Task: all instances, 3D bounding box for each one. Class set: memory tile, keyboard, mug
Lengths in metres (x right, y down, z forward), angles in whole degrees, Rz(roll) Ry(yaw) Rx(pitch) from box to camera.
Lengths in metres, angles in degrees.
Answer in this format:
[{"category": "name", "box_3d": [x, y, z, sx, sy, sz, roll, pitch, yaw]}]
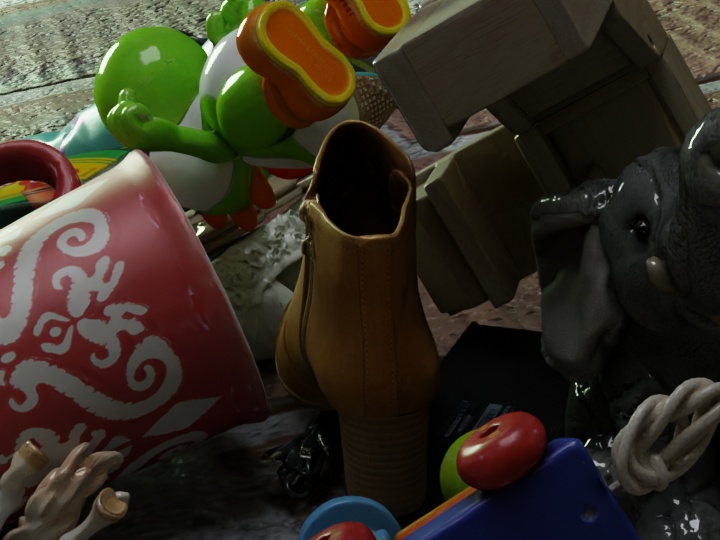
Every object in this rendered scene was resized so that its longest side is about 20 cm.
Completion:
[{"category": "memory tile", "box_3d": [-0.087, -0.026, 1.113, 0.153, 0.017, 0.200, -25, 8, 28]}, {"category": "keyboard", "box_3d": [0.033, 0.073, 0.913, 0.126, 0.021, 0.200, 7, 25, 20]}, {"category": "mug", "box_3d": [-0.164, 0.043, 0.890, 0.199, 0.134, 0.178, -27, 28, -11]}]

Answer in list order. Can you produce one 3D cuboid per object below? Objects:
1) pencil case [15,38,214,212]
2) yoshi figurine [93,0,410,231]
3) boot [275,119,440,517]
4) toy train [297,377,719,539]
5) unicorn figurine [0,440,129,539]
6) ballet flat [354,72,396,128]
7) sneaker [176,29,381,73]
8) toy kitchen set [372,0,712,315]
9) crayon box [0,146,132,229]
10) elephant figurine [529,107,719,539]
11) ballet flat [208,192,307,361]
[{"category": "pencil case", "box_3d": [-0.136, -0.064, 1.137, 0.199, 0.085, 0.093, -23, 48, 22]}, {"category": "yoshi figurine", "box_3d": [-0.068, -0.090, 0.933, 0.112, 0.113, 0.200, 7, -22, -29]}, {"category": "boot", "box_3d": [-0.001, 0.000, 0.878, 0.070, 0.145, 0.201, -6, 24, -8]}, {"category": "toy train", "box_3d": [0.063, 0.084, 0.740, 0.199, 0.085, 0.116, -33, 11, -3]}, {"category": "unicorn figurine", "box_3d": [-0.171, 0.132, 0.760, 0.137, 0.074, 0.200, -43, -21, 28]}, {"category": "ballet flat", "box_3d": [-0.066, -0.075, 1.277, 0.199, 0.071, 0.065, -14, 49, -6]}, {"category": "sneaker", "box_3d": [-0.046, -0.145, 1.391, 0.199, 0.085, 0.074, -18, 25, -23]}, {"category": "toy kitchen set", "box_3d": [0.071, -0.026, 0.884, 0.163, 0.201, 0.181, -28, 11, 20]}, {"category": "crayon box", "box_3d": [-0.220, -0.014, 1.049, 0.199, 0.051, 0.127, -9, 14, 17]}, {"category": "elephant figurine", "box_3d": [0.133, 0.005, 0.796, 0.155, 0.201, 0.141, 13, 30, 43]}, {"category": "ballet flat", "box_3d": [-0.040, 0.007, 1.048, 0.071, 0.072, 0.200, 5, 28, 30]}]
